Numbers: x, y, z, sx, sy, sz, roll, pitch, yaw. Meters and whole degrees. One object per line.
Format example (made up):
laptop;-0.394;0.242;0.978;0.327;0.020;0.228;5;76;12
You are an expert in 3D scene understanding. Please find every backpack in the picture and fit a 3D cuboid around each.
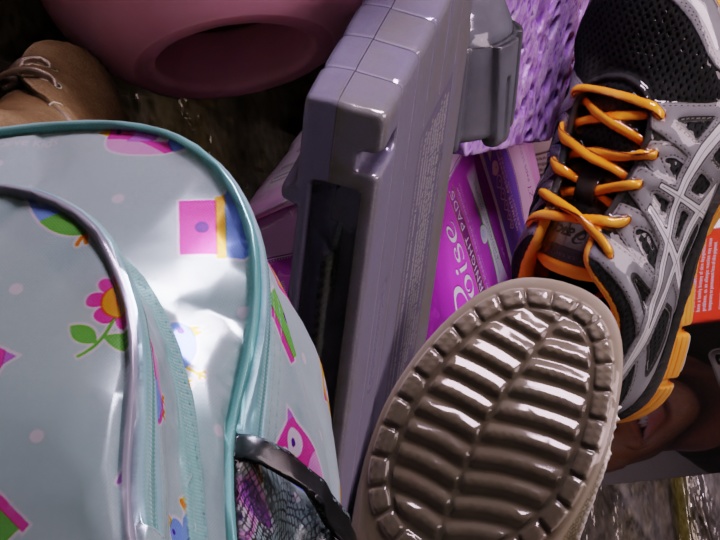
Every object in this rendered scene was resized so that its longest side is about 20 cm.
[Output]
backpack;-0.092;0.058;0.660;0.153;0.176;0.200;64;22;-48

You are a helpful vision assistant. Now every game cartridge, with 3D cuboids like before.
game cartridge;0.000;0.000;0.908;0.130;0.038;0.200;-70;170;-55

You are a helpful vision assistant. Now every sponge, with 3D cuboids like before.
sponge;0.071;-0.106;1.104;0.200;0.030;0.112;-15;117;-69

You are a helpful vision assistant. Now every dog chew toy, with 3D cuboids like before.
dog chew toy;-0.058;-0.161;0.928;0.125;0.124;0.200;32;44;-64

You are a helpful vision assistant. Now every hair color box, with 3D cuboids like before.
hair color box;0.131;0.039;1.225;0.061;0.200;0.102;-77;151;-43

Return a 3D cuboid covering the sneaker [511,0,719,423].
sneaker;0.101;-0.028;1.095;0.077;0.078;0.200;-16;116;-53

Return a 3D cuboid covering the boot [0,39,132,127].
boot;-0.106;-0.033;0.831;0.200;0.074;0.076;22;46;-74

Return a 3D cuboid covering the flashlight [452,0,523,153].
flashlight;0.032;-0.141;0.947;0.068;0.068;0.200;-12;113;-36

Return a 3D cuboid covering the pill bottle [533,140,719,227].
pill bottle;0.105;-0.054;1.316;0.200;0.114;0.114;59;30;-46

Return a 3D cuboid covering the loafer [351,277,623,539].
loafer;0.030;0.097;0.925;0.068;0.076;0.200;59;55;-79

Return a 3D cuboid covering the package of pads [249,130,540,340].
package of pads;0.018;-0.013;1.123;0.200;0.076;0.121;-58;133;-60
